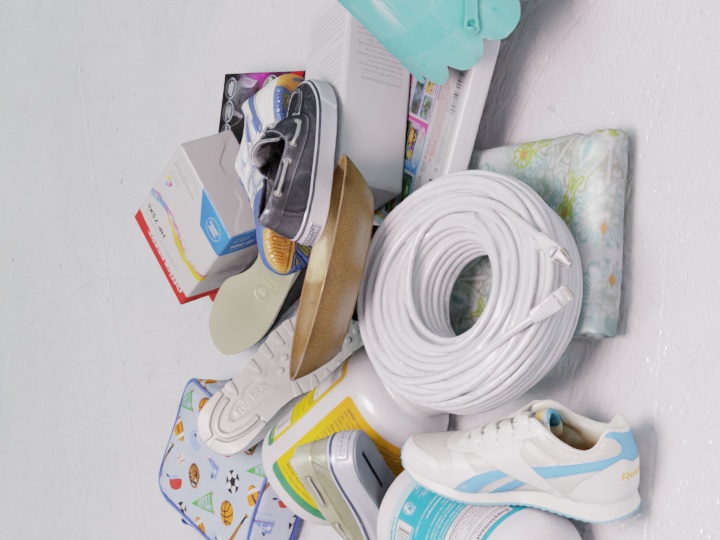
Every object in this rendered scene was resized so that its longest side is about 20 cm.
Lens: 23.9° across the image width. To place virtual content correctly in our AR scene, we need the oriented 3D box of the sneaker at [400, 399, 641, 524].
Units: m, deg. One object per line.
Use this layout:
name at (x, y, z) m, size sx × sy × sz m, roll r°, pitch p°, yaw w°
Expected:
sneaker at (0.128, 0.144, 1.365) m, size 0.198 × 0.076 × 0.082 m, roll 4°, pitch 110°, yaw 22°

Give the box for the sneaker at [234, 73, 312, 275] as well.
sneaker at (-0.081, -0.087, 1.662) m, size 0.088 × 0.075 × 0.202 m, roll -18°, pitch 63°, yaw 47°

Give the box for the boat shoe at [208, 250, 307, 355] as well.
boat shoe at (-0.089, 0.013, 1.744) m, size 0.074 × 0.063 × 0.202 m, roll 50°, pitch 126°, yaw 20°

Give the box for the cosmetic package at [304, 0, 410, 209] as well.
cosmetic package at (-0.005, -0.159, 1.612) m, size 0.101 × 0.071 × 0.202 m, roll -29°, pitch 52°, yaw 60°

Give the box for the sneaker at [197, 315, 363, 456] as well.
sneaker at (-0.072, 0.106, 1.650) m, size 0.199 × 0.081 × 0.077 m, roll -36°, pitch 75°, yaw -5°

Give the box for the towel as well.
towel at (0.146, -0.025, 1.447) m, size 0.199 × 0.048 × 0.173 m, roll -5°, pitch 81°, yaw 52°

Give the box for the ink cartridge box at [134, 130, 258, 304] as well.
ink cartridge box at (-0.171, -0.045, 1.801) m, size 0.117 × 0.067 × 0.200 m, roll 61°, pitch 145°, yaw 13°

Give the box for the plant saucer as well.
plant saucer at (-0.022, 0.001, 1.473) m, size 0.200 × 0.035 × 0.202 m, roll -167°, pitch 90°, yaw -84°

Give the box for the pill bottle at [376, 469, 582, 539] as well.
pill bottle at (0.110, 0.234, 1.401) m, size 0.199 × 0.110 × 0.112 m, roll 23°, pitch 103°, yaw 52°

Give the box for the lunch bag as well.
lunch bag at (-0.132, 0.209, 1.757) m, size 0.200 × 0.075 × 0.162 m, roll 35°, pitch 114°, yaw 49°

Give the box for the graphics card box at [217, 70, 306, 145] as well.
graphics card box at (-0.077, -0.142, 1.759) m, size 0.199 × 0.051 × 0.127 m, roll 8°, pitch 91°, yaw 54°

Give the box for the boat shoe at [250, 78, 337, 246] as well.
boat shoe at (-0.064, -0.106, 1.527) m, size 0.072 × 0.067 × 0.201 m, roll 122°, pitch 158°, yaw -43°

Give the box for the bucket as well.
bucket at (0.065, -0.277, 1.459) m, size 0.207 × 0.135 × 0.208 m, roll -41°, pitch 25°, yaw 24°

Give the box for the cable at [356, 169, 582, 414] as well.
cable at (0.088, 0.016, 1.398) m, size 0.200 × 0.069 × 0.201 m, roll -48°, pitch 49°, yaw 21°

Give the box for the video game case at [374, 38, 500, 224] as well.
video game case at (0.063, -0.126, 1.550) m, size 0.182 × 0.023 × 0.202 m, roll -139°, pitch 61°, yaw -69°

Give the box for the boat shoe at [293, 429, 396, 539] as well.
boat shoe at (0.002, 0.209, 1.498) m, size 0.062 × 0.201 × 0.072 m, roll -5°, pitch 42°, yaw 23°

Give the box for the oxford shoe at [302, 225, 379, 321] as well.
oxford shoe at (0.000, 0.000, 1.594) m, size 0.085 × 0.072 × 0.200 m, roll -69°, pitch 26°, yaw 10°

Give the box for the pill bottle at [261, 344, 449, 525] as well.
pill bottle at (0.009, 0.135, 1.542) m, size 0.200 × 0.112 × 0.113 m, roll -44°, pitch 51°, yaw 32°
